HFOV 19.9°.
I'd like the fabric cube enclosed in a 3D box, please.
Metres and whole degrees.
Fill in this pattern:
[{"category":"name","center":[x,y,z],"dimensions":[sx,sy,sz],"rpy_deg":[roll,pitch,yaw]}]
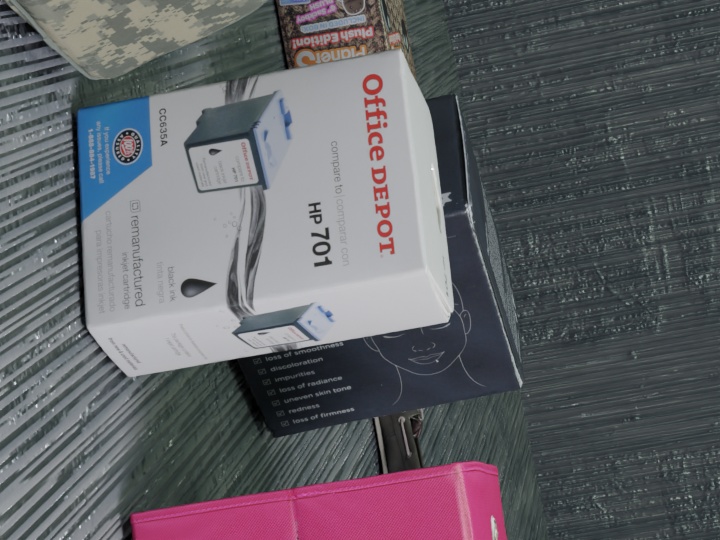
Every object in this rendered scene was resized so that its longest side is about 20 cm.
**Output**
[{"category":"fabric cube","center":[-0.007,0.226,1.211],"dimensions":[0.196,0.199,0.200],"rpy_deg":[34,46,-78]}]

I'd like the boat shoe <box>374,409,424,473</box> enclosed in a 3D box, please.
[{"category":"boat shoe","center":[0.048,0.177,1.980],"dimensions":[0.067,0.057,0.201],"rpy_deg":[62,20,-60]}]

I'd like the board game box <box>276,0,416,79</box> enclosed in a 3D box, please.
[{"category":"board game box","center":[-0.015,-0.235,1.933],"dimensions":[0.159,0.096,0.201],"rpy_deg":[-2,82,-80]}]

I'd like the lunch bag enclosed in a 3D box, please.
[{"category":"lunch bag","center":[-0.143,-0.221,1.118],"dimensions":[0.168,0.139,0.200],"rpy_deg":[65,6,14]}]

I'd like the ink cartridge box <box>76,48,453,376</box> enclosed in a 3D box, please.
[{"category":"ink cartridge box","center":[-0.056,-0.033,1.192],"dimensions":[0.086,0.199,0.147],"rpy_deg":[58,23,-64]}]

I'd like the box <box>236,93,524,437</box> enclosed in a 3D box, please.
[{"category":"box","center":[0.000,0.000,1.480],"dimensions":[0.197,0.199,0.124],"rpy_deg":[69,12,-47]}]
